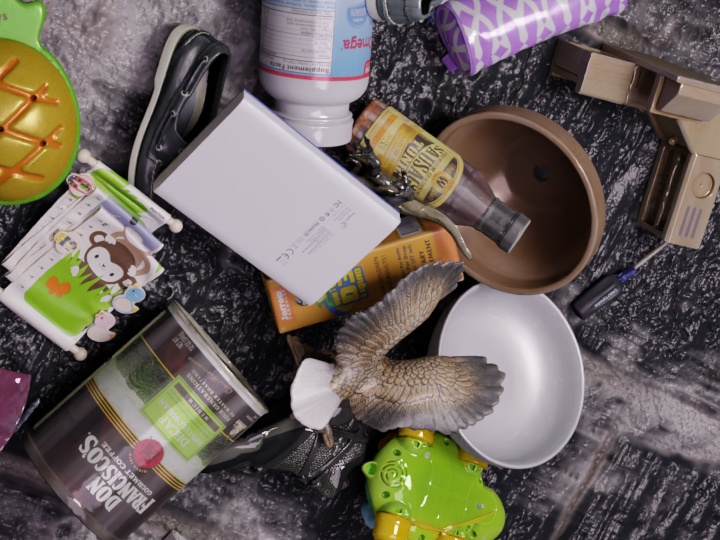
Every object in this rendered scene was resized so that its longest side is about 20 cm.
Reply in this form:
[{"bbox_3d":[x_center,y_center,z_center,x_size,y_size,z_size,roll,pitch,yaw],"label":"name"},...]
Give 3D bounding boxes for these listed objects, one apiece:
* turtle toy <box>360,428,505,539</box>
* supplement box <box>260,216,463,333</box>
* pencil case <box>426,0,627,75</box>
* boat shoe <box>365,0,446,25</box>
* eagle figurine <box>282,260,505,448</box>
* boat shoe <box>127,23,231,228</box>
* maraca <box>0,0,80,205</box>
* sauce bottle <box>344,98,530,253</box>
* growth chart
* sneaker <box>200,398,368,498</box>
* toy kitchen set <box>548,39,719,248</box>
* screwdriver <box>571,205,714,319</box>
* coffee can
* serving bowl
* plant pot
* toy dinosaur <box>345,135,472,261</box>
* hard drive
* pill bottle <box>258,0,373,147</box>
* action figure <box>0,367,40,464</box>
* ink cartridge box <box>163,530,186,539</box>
[{"bbox_3d":[0.080,0.245,1.709,0.199,0.101,0.147,25,72,-25],"label":"turtle toy"},{"bbox_3d":[0.000,0.000,1.604,0.198,0.069,0.067,-16,113,-2],"label":"supplement box"},{"bbox_3d":[0.172,-0.261,1.591,0.198,0.084,0.086,-22,149,-10],"label":"pencil case"},{"bbox_3d":[0.085,-0.285,1.516,0.200,0.061,0.074,-36,130,-42],"label":"boat shoe"},{"bbox_3d":[0.026,0.086,1.556,0.198,0.152,0.152,-13,150,20],"label":"eagle figurine"},{"bbox_3d":[-0.166,-0.129,1.503,0.074,0.066,0.202,5,103,-63],"label":"boat shoe"},{"bbox_3d":[-0.326,-0.158,1.423,0.136,0.107,0.202,-12,107,-9],"label":"maraca"},{"bbox_3d":[0.079,-0.092,1.569,0.199,0.066,0.066,34,95,6],"label":"sauce bottle"},{"bbox_3d":[-0.263,-0.009,1.517,0.144,0.018,0.200,32,113,-23],"label":"growth chart"},{"bbox_3d":[-0.079,0.197,1.650,0.198,0.076,0.116,-17,106,-20],"label":"sneaker"},{"bbox_3d":[0.301,-0.124,1.637,0.198,0.163,0.182,10,104,-23],"label":"toy kitchen set"},{"bbox_3d":[0.319,-0.009,1.754,0.199,0.028,0.029,-33,87,-4],"label":"screwdriver"},{"bbox_3d":[-0.210,0.149,1.546,0.200,0.146,0.147,-42,116,-4],"label":"coffee can"},{"bbox_3d":[0.145,0.114,1.687,0.198,0.066,0.203,9,74,-32],"label":"serving bowl"},{"bbox_3d":[0.168,-0.084,1.617,0.093,0.199,0.203,-42,125,-48],"label":"plant pot"},{"bbox_3d":[0.024,-0.077,1.544,0.048,0.198,0.088,-57,160,-26],"label":"toy dinosaur"},{"bbox_3d":[-0.078,-0.065,1.493,0.199,0.025,0.132,37,115,-25],"label":"hard drive"},{"bbox_3d":[-0.042,-0.226,1.505,0.108,0.109,0.202,-3,109,-19],"label":"pill bottle"},{"bbox_3d":[-0.413,0.107,1.503,0.199,0.135,0.149,33,137,-14],"label":"action figure"},{"bbox_3d":[-0.208,0.401,1.665,0.200,0.084,0.146,-45,117,-1],"label":"ink cartridge box"}]
